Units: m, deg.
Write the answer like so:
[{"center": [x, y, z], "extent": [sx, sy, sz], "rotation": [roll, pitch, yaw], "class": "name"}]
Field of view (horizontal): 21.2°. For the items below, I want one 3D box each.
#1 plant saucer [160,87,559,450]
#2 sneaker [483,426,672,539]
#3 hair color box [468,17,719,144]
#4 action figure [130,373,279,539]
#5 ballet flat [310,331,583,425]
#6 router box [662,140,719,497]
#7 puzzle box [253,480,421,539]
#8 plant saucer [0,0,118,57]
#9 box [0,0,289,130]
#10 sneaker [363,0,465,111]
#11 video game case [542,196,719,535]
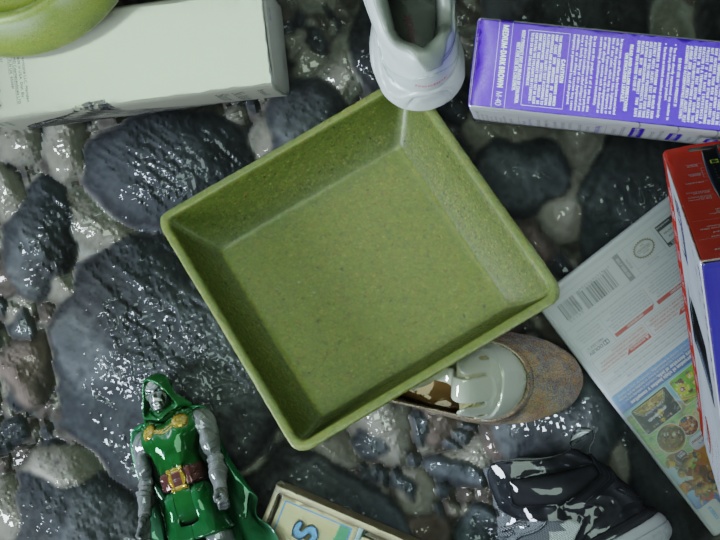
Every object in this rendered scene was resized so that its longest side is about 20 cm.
[{"center": [0.000, 0.000, 1.270], "extent": [0.199, 0.048, 0.200], "rotation": [-30, 64, -6], "class": "plant saucer"}, {"center": [0.101, 0.191, 1.293], "extent": [0.200, 0.075, 0.114], "rotation": [-36, 80, 8], "class": "sneaker"}, {"center": [0.173, -0.121, 1.258], "extent": [0.199, 0.109, 0.065], "rotation": [8, 91, 5], "class": "hair color box"}, {"center": [-0.114, 0.165, 1.313], "extent": [0.118, 0.055, 0.201], "rotation": [-22, 74, 13], "class": "action figure"}, {"center": [0.050, 0.071, 1.295], "extent": [0.199, 0.067, 0.069], "rotation": [6, 101, 6], "class": "ballet flat"}, {"center": [0.230, 0.044, 1.172], "extent": [0.049, 0.180, 0.201], "rotation": [-9, 112, 6], "class": "router box"}, {"center": [-0.034, 0.261, 1.329], "extent": [0.132, 0.025, 0.201], "rotation": [22, 93, 6], "class": "puzzle box"}, {"center": [-0.234, -0.238, 1.243], "extent": [0.199, 0.031, 0.201], "rotation": [3, 98, 17], "class": "plant saucer"}, {"center": [-0.153, -0.142, 1.306], "extent": [0.199, 0.082, 0.069], "rotation": [-6, 90, 7], "class": "box"}, {"center": [0.025, -0.212, 1.266], "extent": [0.078, 0.099, 0.201], "rotation": [-20, 79, -8], "class": "sneaker"}, {"center": [0.234, 0.057, 1.301], "extent": [0.143, 0.018, 0.200], "rotation": [-38, 87, 5], "class": "video game case"}]
